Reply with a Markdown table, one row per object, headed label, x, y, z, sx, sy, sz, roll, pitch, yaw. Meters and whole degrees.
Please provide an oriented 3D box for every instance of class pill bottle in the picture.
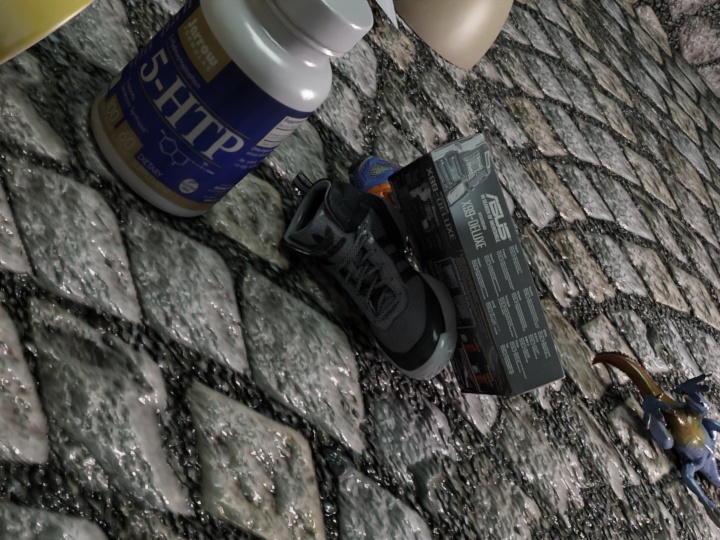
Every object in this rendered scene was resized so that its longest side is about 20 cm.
| label | x | y | z | sx | sy | sz | roll | pitch | yaw |
| --- | --- | --- | --- | --- | --- | --- | --- | --- | --- |
| pill bottle | -0.091 | -0.144 | 1.049 | 0.119 | 0.200 | 0.120 | 38 | 26 | -23 |

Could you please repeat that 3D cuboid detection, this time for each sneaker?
| label | x | y | z | sx | sy | sz | roll | pitch | yaw |
| --- | --- | --- | --- | --- | --- | --- | --- | --- | --- |
| sneaker | 0.062 | -0.063 | 1.363 | 0.199 | 0.075 | 0.079 | 22 | 33 | -50 |
| sneaker | 0.000 | 0.000 | 1.162 | 0.113 | 0.075 | 0.201 | 26 | 27 | -41 |

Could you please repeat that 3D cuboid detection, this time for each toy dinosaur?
| label | x | y | z | sx | sy | sz | roll | pitch | yaw |
| --- | --- | --- | --- | --- | --- | --- | --- | --- | --- |
| toy dinosaur | 0.360 | 0.169 | 1.539 | 0.200 | 0.105 | 0.182 | 53 | 0 | 37 |

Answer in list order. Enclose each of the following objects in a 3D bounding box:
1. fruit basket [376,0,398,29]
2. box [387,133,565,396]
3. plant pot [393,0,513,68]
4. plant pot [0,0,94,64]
| label | x | y | z | sx | sy | sz | roll | pitch | yaw |
| --- | --- | --- | --- | --- | --- | --- | --- | --- | --- |
| fruit basket | -0.027 | -0.394 | 1.695 | 0.200 | 0.093 | 0.186 | 52 | 19 | -39 |
| box | 0.090 | 0.000 | 1.176 | 0.158 | 0.049 | 0.202 | 159 | -88 | -78 |
| plant pot | 0.126 | -0.379 | 1.853 | 0.200 | 0.134 | 0.201 | 39 | 27 | -24 |
| plant pot | -0.261 | -0.229 | 0.908 | 0.190 | 0.199 | 0.201 | 58 | 20 | -22 |
